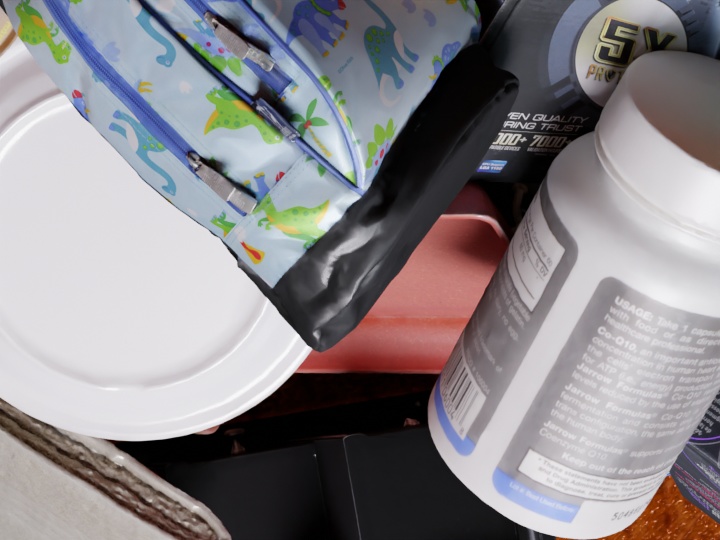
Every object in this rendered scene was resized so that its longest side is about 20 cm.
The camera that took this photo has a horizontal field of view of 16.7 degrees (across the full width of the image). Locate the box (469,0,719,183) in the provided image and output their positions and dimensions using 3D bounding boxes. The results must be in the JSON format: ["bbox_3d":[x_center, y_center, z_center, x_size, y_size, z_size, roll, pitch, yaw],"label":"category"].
[{"bbox_3d":[0.124,-0.119,1.089,0.199,0.086,0.164,2,144,-26],"label":"box"}]

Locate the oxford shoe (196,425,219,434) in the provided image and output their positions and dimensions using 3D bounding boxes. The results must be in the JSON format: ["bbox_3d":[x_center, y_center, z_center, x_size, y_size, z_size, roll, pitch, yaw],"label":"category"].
[{"bbox_3d":[-0.143,0.030,1.226,0.074,0.071,0.200,-18,141,28],"label":"oxford shoe"}]

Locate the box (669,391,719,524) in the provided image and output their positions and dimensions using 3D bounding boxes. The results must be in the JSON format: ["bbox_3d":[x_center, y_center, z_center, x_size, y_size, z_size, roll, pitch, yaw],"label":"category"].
[{"bbox_3d":[0.223,0.083,1.227,0.106,0.122,0.200,-49,156,-6],"label":"box"}]

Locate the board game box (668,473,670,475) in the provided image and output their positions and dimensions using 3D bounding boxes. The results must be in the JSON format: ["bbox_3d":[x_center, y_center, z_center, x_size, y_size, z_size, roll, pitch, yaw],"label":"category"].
[{"bbox_3d":[0.189,0.043,1.306,0.200,0.037,0.152,-9,133,-55],"label":"board game box"}]

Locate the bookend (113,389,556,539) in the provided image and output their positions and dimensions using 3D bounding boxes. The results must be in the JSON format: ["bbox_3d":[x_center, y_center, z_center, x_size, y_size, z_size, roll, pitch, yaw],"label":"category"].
[{"bbox_3d":[-0.021,0.120,1.311,0.199,0.092,0.199,-9,177,-11],"label":"bookend"}]

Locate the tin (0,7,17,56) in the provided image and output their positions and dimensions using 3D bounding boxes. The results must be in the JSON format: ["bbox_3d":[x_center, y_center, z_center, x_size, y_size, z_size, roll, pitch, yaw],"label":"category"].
[{"bbox_3d":[-0.233,-0.099,1.001,0.199,0.042,0.112,-21,144,7],"label":"tin"}]

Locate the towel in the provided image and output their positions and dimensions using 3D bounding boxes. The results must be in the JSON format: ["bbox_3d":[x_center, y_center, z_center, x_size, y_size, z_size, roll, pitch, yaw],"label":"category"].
[{"bbox_3d":[-0.163,0.119,1.267,0.200,0.035,0.133,32,145,5],"label":"towel"}]

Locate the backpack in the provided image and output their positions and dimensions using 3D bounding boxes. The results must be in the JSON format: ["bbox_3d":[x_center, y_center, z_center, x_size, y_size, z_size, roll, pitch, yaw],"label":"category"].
[{"bbox_3d":[-0.044,-0.095,0.965,0.163,0.200,0.154,-50,170,-47],"label":"backpack"}]

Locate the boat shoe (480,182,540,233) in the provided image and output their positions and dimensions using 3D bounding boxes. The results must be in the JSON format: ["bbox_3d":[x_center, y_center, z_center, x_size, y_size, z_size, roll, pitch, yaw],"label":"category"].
[{"bbox_3d":[0.085,-0.047,1.204,0.199,0.064,0.071,0,145,-25],"label":"boat shoe"}]

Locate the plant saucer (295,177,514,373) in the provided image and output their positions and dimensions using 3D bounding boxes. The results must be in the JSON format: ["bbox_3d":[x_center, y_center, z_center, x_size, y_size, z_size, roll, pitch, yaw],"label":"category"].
[{"bbox_3d":[0.000,0.000,1.202,0.199,0.037,0.200,0,156,21],"label":"plant saucer"}]

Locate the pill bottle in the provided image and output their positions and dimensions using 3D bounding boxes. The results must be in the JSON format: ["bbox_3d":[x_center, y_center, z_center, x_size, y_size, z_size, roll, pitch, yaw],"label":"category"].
[{"bbox_3d":[0.117,0.011,1.072,0.113,0.114,0.200,4,130,-30],"label":"pill bottle"}]

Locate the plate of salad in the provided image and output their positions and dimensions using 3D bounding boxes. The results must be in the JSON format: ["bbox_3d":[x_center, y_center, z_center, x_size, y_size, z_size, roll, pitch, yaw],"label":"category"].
[{"bbox_3d":[-0.105,-0.020,1.101,0.199,0.048,0.201,1,109,2],"label":"plate of salad"}]
